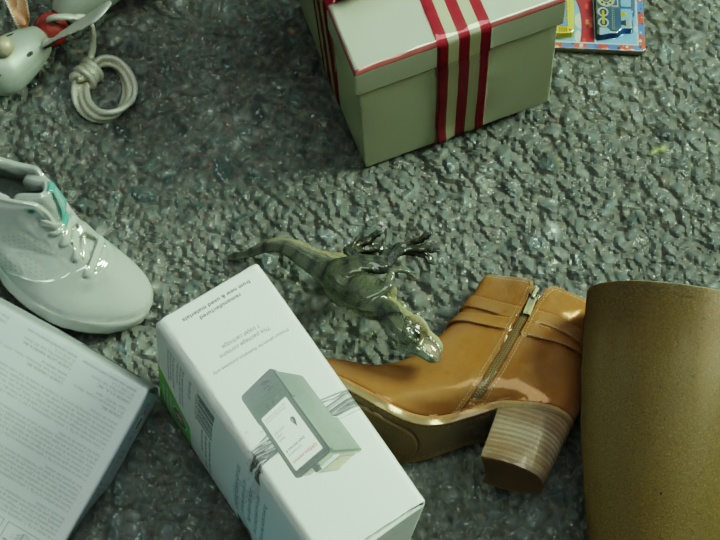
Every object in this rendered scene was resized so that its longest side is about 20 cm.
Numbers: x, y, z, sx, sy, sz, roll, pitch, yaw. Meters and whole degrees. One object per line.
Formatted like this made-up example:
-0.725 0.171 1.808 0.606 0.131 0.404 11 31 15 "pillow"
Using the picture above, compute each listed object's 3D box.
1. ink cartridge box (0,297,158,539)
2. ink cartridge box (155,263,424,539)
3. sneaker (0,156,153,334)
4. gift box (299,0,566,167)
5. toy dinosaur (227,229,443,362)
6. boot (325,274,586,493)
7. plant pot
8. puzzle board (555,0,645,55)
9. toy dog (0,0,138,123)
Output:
-0.258 0.130 1.261 0.162 0.057 0.201 28 88 8 "ink cartridge box"
-0.051 0.120 1.215 0.084 0.146 0.201 -30 72 -17 "ink cartridge box"
-0.222 -0.028 1.266 0.199 0.088 0.076 32 46 -19 "sneaker"
0.033 -0.215 1.339 0.183 0.187 0.201 -24 71 -7 "gift box"
0.000 0.000 1.301 0.088 0.048 0.199 -31 41 -33 "toy dinosaur"
0.065 0.063 1.297 0.199 0.074 0.155 19 59 5 "boot"
0.226 0.129 1.227 0.185 0.186 0.202 13 78 2 "plant pot"
0.153 -0.269 1.472 0.149 0.017 0.202 2 66 -3 "puzzle board"
-0.213 -0.224 1.381 0.131 0.096 0.201 16 66 3 "toy dog"
